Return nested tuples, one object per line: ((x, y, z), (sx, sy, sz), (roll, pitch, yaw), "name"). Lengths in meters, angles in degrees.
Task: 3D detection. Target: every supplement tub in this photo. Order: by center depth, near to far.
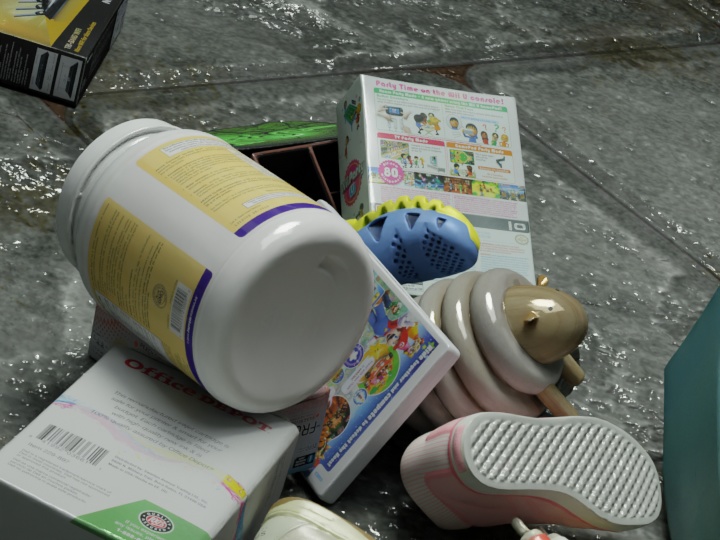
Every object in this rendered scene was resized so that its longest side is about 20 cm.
((-0.103, -0.008, 1.430), (0.145, 0.147, 0.200), (-10, 32, -41), "supplement tub")

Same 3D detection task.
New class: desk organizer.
((-0.012, -0.064, 1.812), (0.199, 0.078, 0.072), (-13, 40, -43), "desk organizer")

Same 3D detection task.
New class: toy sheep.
((0.081, 0.069, 1.546), (0.138, 0.199, 0.139), (40, 33, -34), "toy sheep")

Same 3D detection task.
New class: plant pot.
((0.299, 0.142, 1.524), (0.140, 0.142, 0.201), (14, 57, -5), "plant pot")

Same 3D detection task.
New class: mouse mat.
((-0.087, -0.120, 1.871), (0.199, 0.008, 0.160), (-12, 13, -39), "mouse mat")

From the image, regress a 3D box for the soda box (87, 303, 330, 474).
((-0.112, 0.072, 1.511), (0.063, 0.069, 0.200), (-12, 35, -41), "soda box")

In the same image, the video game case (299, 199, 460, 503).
((-0.026, 0.055, 1.538), (0.018, 0.143, 0.200), (33, 11, -44), "video game case")

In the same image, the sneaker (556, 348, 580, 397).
((0.068, 0.070, 1.658), (0.198, 0.078, 0.089), (8, -2, -14), "sneaker")

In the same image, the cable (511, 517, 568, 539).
((0.166, 0.232, 1.395), (0.200, 0.050, 0.097), (36, -5, 40), "cable")

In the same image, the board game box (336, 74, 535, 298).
((0.061, -0.054, 1.754), (0.146, 0.064, 0.202), (7, 63, -20), "board game box")

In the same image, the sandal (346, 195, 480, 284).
((0.000, 0.000, 1.623), (0.198, 0.080, 0.088), (-11, 44, 29), "sandal")

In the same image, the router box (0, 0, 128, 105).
((-0.313, -0.236, 1.975), (0.156, 0.053, 0.200), (16, 28, -2), "router box")

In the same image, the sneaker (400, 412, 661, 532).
((0.115, 0.147, 1.495), (0.199, 0.104, 0.076), (15, 65, -35), "sneaker")

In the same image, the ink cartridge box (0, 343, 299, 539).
((-0.145, 0.145, 1.358), (0.144, 0.088, 0.200), (24, 30, 10), "ink cartridge box")

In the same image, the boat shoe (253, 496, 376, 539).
((0.016, 0.219, 1.346), (0.199, 0.074, 0.066), (23, 41, 13), "boat shoe")
